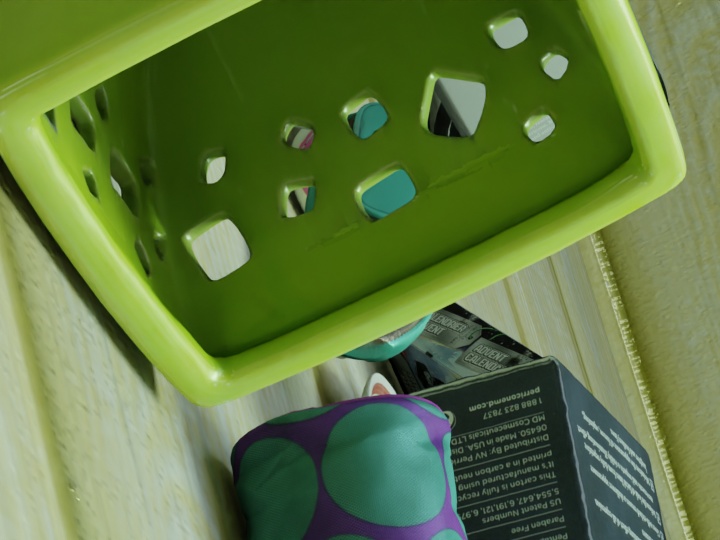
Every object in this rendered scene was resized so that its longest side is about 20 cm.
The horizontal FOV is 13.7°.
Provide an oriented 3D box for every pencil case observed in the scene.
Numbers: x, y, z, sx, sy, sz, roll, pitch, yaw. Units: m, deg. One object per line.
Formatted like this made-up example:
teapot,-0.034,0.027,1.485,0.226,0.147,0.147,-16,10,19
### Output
pencil case,0.014,0.144,1.077,0.092,0.085,0.200,30,39,-54

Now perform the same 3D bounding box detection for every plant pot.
plant pot,-0.027,-0.104,1.019,0.200,0.199,0.182,59,7,-54

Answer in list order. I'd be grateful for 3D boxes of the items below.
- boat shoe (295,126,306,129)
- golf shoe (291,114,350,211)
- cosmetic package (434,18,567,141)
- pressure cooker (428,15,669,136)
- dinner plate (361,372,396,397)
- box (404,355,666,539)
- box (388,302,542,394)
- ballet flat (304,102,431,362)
boat shoe,-0.033,-0.142,1.479,0.068,0.075,0.200,52,19,-51
golf shoe,0.002,-0.044,1.569,0.091,0.075,0.200,34,2,29
cosmetic package,0.061,-0.133,1.534,0.200,0.090,0.107,53,5,-43
pressure cooker,0.126,-0.140,2.174,0.178,0.176,0.200,21,28,-21
dinner plate,0.029,0.146,1.410,0.200,0.024,0.200,-20,90,-82
box,0.072,0.160,1.257,0.148,0.107,0.200,44,33,-61
box,0.086,0.112,1.618,0.137,0.040,0.200,32,-28,52
ballet flat,0.000,0.000,1.376,0.200,0.067,0.070,-80,-170,-56
